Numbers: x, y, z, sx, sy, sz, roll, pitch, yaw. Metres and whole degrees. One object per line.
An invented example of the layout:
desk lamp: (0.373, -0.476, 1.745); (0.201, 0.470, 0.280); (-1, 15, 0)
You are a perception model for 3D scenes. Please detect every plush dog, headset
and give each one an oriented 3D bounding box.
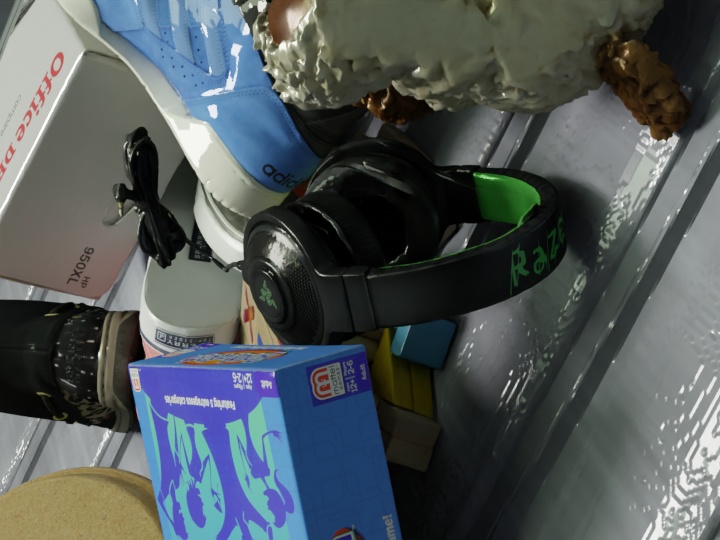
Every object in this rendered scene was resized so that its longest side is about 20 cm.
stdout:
plush dog: (0.065, -0.127, 0.781); (0.200, 0.160, 0.172); (-51, 11, 7)
headset: (-0.012, -0.023, 0.786); (0.198, 0.123, 0.095); (-2, 112, 28)

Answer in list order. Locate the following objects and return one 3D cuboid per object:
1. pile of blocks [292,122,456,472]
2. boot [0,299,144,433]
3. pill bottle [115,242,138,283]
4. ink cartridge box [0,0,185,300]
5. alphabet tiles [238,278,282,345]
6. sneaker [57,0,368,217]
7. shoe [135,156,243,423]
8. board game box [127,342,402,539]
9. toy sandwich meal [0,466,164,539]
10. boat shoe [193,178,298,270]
pile of blocks: (0.000, 0.000, 0.871); (0.082, 0.062, 0.201); (-50, 34, 36)
boot: (-0.205, 0.052, 1.087); (0.204, 0.152, 0.074); (137, 137, -79)
pill bottle: (-0.145, -0.092, 1.156); (0.201, 0.110, 0.111); (-59, 29, 24)
ink cartridge box: (-0.177, -0.103, 1.034); (0.145, 0.084, 0.200); (-59, 39, 22)
alphabet tiles: (-0.036, 0.094, 0.867); (0.200, 0.006, 0.168); (-116, 27, -54)
sneaker: (-0.073, -0.136, 0.898); (0.111, 0.077, 0.201); (-41, 79, 23)
shoe: (-0.087, 0.006, 1.023); (0.201, 0.071, 0.092); (-81, 2, -53)
board game box: (-0.031, 0.132, 0.765); (0.152, 0.045, 0.202); (-5, 98, 61)
toy sandwich meal: (-0.139, 0.185, 0.906); (0.204, 0.070, 0.207); (-14, 54, 19)
boat shoe: (-0.054, -0.077, 1.001); (0.201, 0.070, 0.064); (-101, 20, -47)
